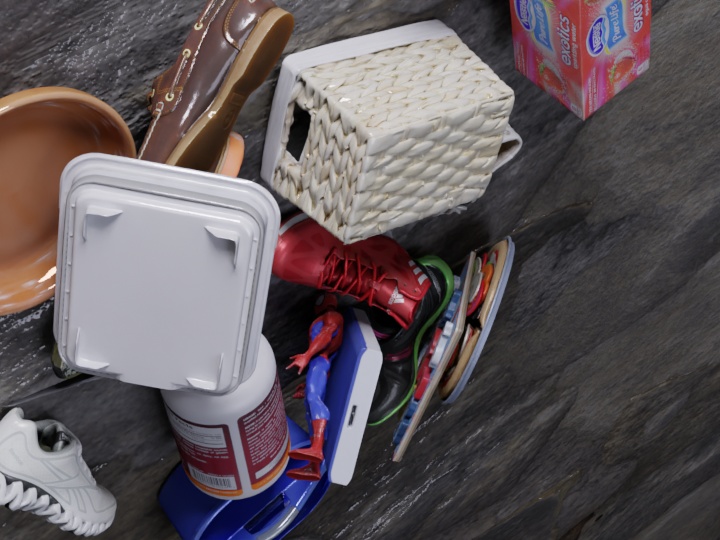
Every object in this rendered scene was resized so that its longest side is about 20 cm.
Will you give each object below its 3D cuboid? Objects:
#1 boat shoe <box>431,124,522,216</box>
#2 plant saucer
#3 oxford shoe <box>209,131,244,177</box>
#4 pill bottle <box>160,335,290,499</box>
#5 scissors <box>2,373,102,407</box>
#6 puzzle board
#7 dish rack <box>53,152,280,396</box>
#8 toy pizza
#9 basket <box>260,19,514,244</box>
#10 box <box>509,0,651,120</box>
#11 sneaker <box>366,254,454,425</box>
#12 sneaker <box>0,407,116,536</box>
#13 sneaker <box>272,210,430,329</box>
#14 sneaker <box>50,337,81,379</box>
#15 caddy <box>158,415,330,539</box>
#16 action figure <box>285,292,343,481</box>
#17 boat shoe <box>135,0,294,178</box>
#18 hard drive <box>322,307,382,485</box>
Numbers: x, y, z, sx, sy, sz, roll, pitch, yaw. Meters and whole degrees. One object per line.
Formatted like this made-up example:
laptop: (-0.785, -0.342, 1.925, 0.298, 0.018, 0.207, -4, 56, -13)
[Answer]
boat shoe: (0.085, -0.090, 1.426, 0.199, 0.070, 0.071, -37, 153, -30)
plant saucer: (-0.262, -0.055, 1.092, 0.199, 0.037, 0.201, -32, 145, -26)
oxford shoe: (-0.168, -0.033, 1.186, 0.072, 0.071, 0.202, 24, 85, -29)
pill bottle: (-0.130, 0.120, 1.363, 0.112, 0.113, 0.201, -34, 145, -22)
scissors: (-0.216, 0.082, 1.264, 0.198, 0.074, 0.014, -13, 128, 5)
puzzle board: (0.079, 0.095, 1.592, 0.151, 0.017, 0.201, -75, -173, -55)
dish rack: (-0.157, 0.015, 1.112, 0.170, 0.044, 0.202, 10, 124, -3)
toy pizza: (0.120, 0.052, 1.592, 0.200, 0.031, 0.202, -158, -90, -88)
basket: (0.028, -0.125, 1.288, 0.199, 0.123, 0.137, -21, 140, -38)
box: (0.203, -0.254, 1.329, 0.094, 0.103, 0.201, -38, 148, -16)
sneaker: (0.030, 0.072, 1.555, 0.083, 0.077, 0.202, 7, 109, -46)
sneaker: (-0.275, 0.184, 1.300, 0.081, 0.075, 0.200, -56, 149, -5)
sneaker: (0.000, 0.000, 1.392, 0.199, 0.115, 0.079, -5, 127, -50)
sneaker: (-0.176, 0.038, 1.243, 0.199, 0.089, 0.077, -36, 146, -20)
caddy: (-0.114, 0.241, 1.513, 0.200, 0.105, 0.142, -40, 146, -14)
action figure: (-0.045, 0.105, 1.419, 0.066, 0.051, 0.202, 90, 9, -53)
boat shoe: (-0.131, -0.133, 1.128, 0.201, 0.070, 0.070, -58, 167, -3)
hard drive: (-0.013, 0.121, 1.438, 0.200, 0.025, 0.133, -115, -141, -80)
